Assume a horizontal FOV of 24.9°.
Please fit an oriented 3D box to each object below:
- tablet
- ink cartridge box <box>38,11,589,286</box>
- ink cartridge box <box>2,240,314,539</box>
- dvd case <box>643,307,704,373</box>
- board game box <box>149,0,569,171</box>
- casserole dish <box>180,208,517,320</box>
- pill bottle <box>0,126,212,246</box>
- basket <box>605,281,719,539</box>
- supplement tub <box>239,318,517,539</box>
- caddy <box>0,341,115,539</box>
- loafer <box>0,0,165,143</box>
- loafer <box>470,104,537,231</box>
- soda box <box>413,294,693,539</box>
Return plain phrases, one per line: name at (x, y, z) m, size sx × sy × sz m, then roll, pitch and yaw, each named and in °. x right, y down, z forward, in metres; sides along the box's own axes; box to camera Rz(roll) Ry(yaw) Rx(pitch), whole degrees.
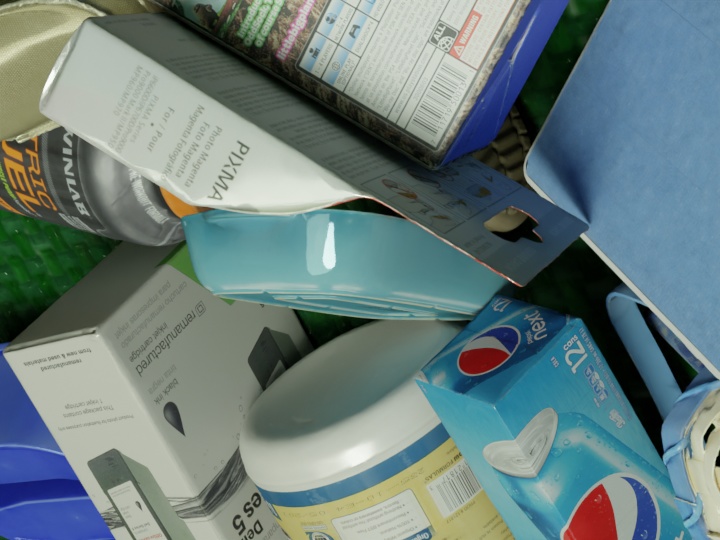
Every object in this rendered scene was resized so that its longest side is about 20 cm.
tablet at (0.150, -0.041, 0.690) m, size 0.200 × 0.014 × 0.131 m, roll 52°, pitch 124°, yaw 42°
ink cartridge box at (-0.012, -0.043, 0.686) m, size 0.200 × 0.162 × 0.057 m, roll 36°, pitch 108°, yaw 8°
ink cartridge box at (-0.090, 0.085, 0.939) m, size 0.084 × 0.146 × 0.201 m, roll -13°, pitch 114°, yaw 37°
dvd case at (0.251, 0.054, 0.784) m, size 0.200 × 0.018 × 0.143 m, roll 45°, pitch 133°, yaw -2°
board game box at (-0.002, -0.164, 0.698) m, size 0.199 × 0.097 × 0.160 m, roll 32°, pitch 107°, yaw 10°
casserole dish at (0.000, 0.000, 0.796) m, size 0.121 × 0.200 × 0.039 m, roll 0°, pitch 85°, yaw 35°
pill bottle at (-0.134, -0.073, 0.862) m, size 0.199 × 0.106 × 0.107 m, roll 13°, pitch 128°, yaw 39°
basket at (0.205, 0.092, 0.743) m, size 0.200 × 0.139 × 0.177 m, roll 16°, pitch 141°, yaw 57°
supplement tub at (0.038, 0.138, 0.895) m, size 0.144 × 0.145 × 0.201 m, roll -14°, pitch 112°, yaw 39°
caddy at (-0.188, 0.103, 1.049) m, size 0.199 × 0.105 × 0.141 m, roll -9°, pitch 139°, yaw 37°
loafer at (-0.176, -0.089, 0.769) m, size 0.199 × 0.069 × 0.076 m, roll -9°, pitch 135°, yaw 28°
loafer at (0.006, -0.091, 0.807) m, size 0.200 × 0.076 × 0.067 m, roll 48°, pitch 137°, yaw 6°
soda box at (0.110, 0.110, 0.803) m, size 0.068 × 0.064 × 0.200 m, roll 16°, pitch 144°, yaw 56°
